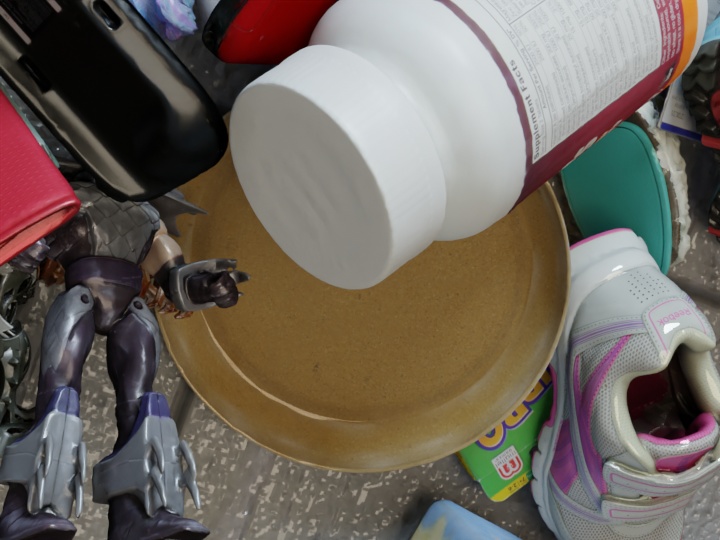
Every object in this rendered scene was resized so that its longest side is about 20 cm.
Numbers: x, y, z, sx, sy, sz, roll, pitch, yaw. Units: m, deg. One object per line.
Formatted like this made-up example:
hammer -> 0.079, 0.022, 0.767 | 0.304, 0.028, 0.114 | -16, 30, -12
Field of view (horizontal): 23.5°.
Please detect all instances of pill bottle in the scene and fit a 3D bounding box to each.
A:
pill bottle -> 0.046, -0.081, 0.715 | 0.199, 0.109, 0.110 | -37, 113, -32

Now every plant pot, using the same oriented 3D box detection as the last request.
plant pot -> 0.000, 0.000, 0.824 | 0.197, 0.028, 0.203 | 0, 110, 1

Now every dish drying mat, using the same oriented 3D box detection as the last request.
dish drying mat -> -0.189, -0.069, 0.696 | 0.076, 0.200, 0.018 | -35, 146, -8

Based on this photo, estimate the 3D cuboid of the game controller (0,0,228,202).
game controller -> -0.132, -0.110, 0.677 | 0.200, 0.104, 0.042 | 49, 56, -11

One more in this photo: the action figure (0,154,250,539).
action figure -> -0.107, 0.019, 0.733 | 0.129, 0.069, 0.202 | 9, 64, -28

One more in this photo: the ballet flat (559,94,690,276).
ballet flat -> 0.124, -0.089, 0.856 | 0.071, 0.072, 0.202 | -29, 111, -10

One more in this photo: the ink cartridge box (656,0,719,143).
ink cartridge box -> 0.180, -0.164, 0.844 | 0.094, 0.037, 0.202 | 5, 102, -59

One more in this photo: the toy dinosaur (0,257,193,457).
toy dinosaur -> -0.174, 0.012, 0.767 | 0.197, 0.102, 0.138 | 2, 87, -1

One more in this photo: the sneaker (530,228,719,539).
sneaker -> 0.135, 0.085, 0.852 | 0.081, 0.088, 0.202 | -21, 124, -16

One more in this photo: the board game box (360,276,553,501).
board game box -> 0.056, 0.013, 0.874 | 0.095, 0.030, 0.201 | -34, 108, -7

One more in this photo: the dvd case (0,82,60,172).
dvd case -> -0.238, -0.032, 0.712 | 0.199, 0.146, 0.022 | -36, 146, -6

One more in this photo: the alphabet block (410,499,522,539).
alphabet block -> 0.092, 0.260, 0.833 | 0.195, 0.195, 0.201 | 29, 90, -20

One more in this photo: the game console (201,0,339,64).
game console -> -0.010, -0.188, 0.735 | 0.119, 0.200, 0.173 | 43, 109, 12

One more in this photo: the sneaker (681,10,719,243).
sneaker -> 0.220, -0.071, 0.857 | 0.096, 0.079, 0.201 | -58, 149, -23

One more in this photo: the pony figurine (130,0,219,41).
pony figurine -> -0.094, -0.193, 0.727 | 0.192, 0.165, 0.203 | -24, 108, -46
